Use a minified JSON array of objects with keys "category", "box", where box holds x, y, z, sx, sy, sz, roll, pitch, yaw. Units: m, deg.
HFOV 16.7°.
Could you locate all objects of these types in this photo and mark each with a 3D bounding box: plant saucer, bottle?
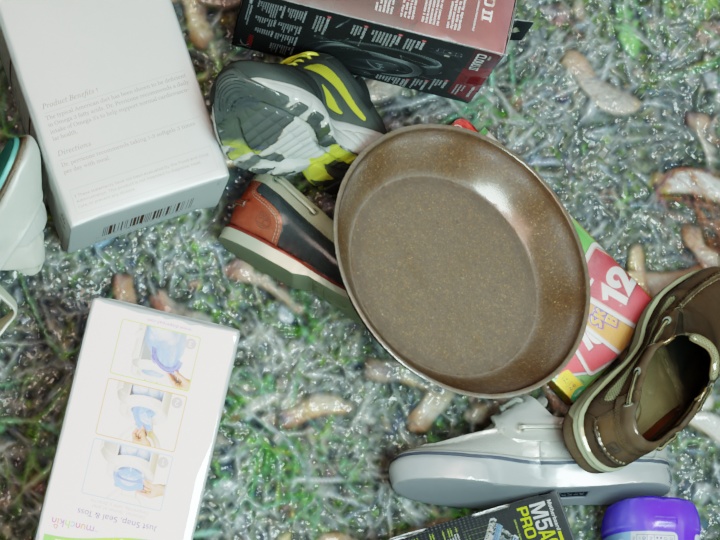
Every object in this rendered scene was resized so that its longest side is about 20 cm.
[{"category":"plant saucer","box":[0.063,-0.002,1.660,0.199,0.037,0.202,13,61,-24]},{"category":"bottle","box":[0.197,0.257,1.660,0.065,0.084,0.202,3,76,-7]}]

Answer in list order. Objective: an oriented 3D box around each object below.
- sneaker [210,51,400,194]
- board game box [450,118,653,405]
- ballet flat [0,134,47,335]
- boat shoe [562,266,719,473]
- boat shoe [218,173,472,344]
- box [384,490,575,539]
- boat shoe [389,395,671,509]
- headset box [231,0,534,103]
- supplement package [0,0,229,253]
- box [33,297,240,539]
[{"category":"sneaker","box":[-0.046,-0.111,1.658,0.074,0.200,0.085,-27,65,20]},{"category":"board game box","box":[0.111,-0.010,1.728,0.200,0.030,0.096,45,78,4]},{"category":"ballet flat","box":[-0.250,-0.001,1.636,0.069,0.069,0.201,35,110,-1]},{"category":"boat shoe","box":[0.221,0.066,1.670,0.075,0.075,0.202,51,53,-14]},{"category":"boat shoe","box":[0.000,0.000,1.692,0.199,0.071,0.063,29,76,2]},{"category":"box","box":[0.087,0.260,1.620,0.159,0.044,0.201,-16,58,-5]},{"category":"boat shoe","box":[0.116,0.122,1.689,0.198,0.071,0.070,-1,68,-8]},{"category":"headset box","box":[0.019,-0.182,1.680,0.198,0.149,0.078,12,81,-4]},{"category":"supplement package","box":[-0.177,-0.130,1.663,0.116,0.117,0.201,-18,85,-10]},{"category":"box","box":[-0.154,0.131,1.627,0.101,0.112,0.201,14,80,-6]}]
